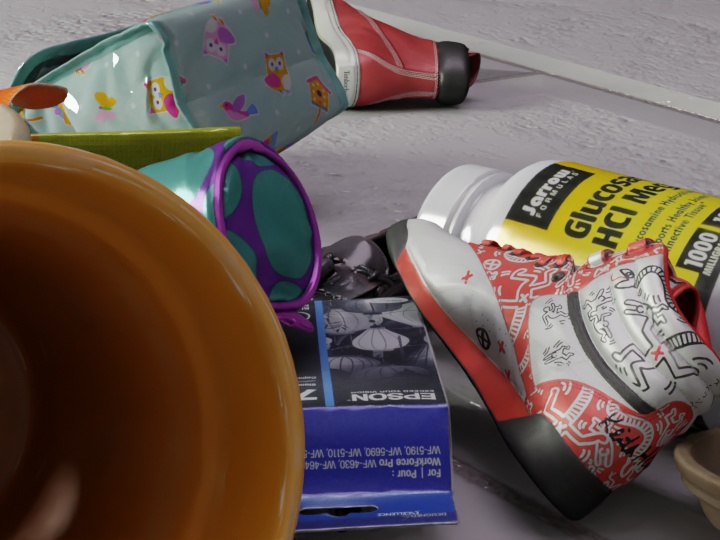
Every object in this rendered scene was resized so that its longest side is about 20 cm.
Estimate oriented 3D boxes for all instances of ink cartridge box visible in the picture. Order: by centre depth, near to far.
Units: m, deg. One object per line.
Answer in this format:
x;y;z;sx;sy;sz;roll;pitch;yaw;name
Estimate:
-0.013;0.058;0.770;0.099;0.040;0.200;-2;17;-4;ink cartridge box

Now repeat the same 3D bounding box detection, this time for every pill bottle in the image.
0.128;0.007;0.892;0.199;0.113;0.112;17;23;36;pill bottle

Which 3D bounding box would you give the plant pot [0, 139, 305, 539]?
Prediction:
-0.146;0.058;0.609;0.199;0.202;0.183;-7;5;-27;plant pot

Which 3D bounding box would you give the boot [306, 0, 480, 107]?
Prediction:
0.026;-0.195;1.546;0.143;0.073;0.200;-1;27;-14;boot

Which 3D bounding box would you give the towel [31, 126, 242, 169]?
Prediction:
-0.164;-0.039;1.018;0.199;0.087;0.018;-4;21;-23;towel

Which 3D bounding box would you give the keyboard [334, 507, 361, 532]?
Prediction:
-0.040;0.087;0.774;0.126;0.021;0.200;4;19;20;keyboard

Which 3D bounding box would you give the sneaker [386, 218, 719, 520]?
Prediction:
0.093;0.017;0.810;0.108;0.067;0.202;-39;41;5;sneaker

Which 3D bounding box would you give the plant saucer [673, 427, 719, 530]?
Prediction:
0.228;0.098;0.717;0.198;0.030;0.200;5;6;-1;plant saucer

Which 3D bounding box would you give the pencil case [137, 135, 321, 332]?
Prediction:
-0.119;0.008;0.797;0.199;0.093;0.085;-18;-15;26;pencil case

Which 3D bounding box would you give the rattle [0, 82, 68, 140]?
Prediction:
-0.202;-0.073;0.757;0.129;0.143;0.200;7;43;33;rattle

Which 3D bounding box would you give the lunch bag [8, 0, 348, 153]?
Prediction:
-0.139;-0.108;1.168;0.199;0.123;0.170;-17;7;39;lunch bag

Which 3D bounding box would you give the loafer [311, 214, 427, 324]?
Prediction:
0.000;0.000;0.946;0.072;0.063;0.199;25;23;31;loafer
